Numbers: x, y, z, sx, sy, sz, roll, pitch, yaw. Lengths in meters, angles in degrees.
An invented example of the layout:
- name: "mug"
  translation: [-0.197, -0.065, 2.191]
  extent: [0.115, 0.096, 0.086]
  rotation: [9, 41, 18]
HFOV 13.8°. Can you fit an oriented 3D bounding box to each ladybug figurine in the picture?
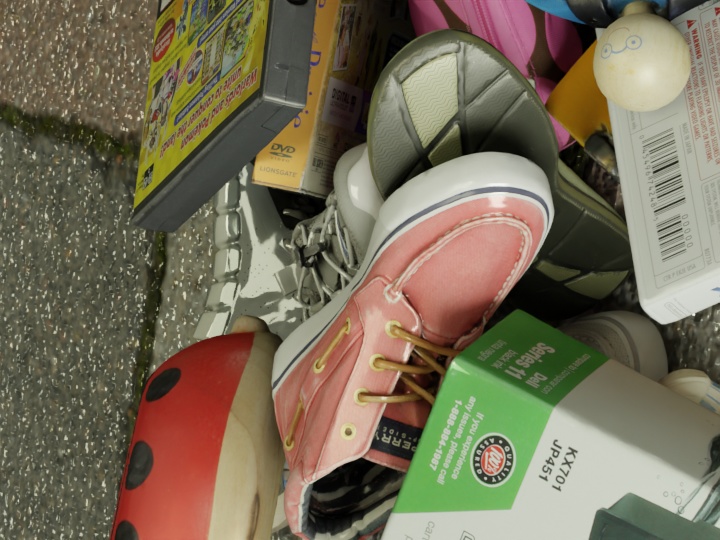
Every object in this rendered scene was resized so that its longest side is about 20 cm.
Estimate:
- name: "ladybug figurine"
  translation: [-0.081, 0.118, 1.412]
  extent: [0.136, 0.071, 0.201]
  rotation: [133, 149, -80]

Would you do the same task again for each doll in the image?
- name: "doll"
  translation: [0.108, -0.154, 1.232]
  extent: [0.136, 0.048, 0.201]
  rotation: [-15, 62, 21]

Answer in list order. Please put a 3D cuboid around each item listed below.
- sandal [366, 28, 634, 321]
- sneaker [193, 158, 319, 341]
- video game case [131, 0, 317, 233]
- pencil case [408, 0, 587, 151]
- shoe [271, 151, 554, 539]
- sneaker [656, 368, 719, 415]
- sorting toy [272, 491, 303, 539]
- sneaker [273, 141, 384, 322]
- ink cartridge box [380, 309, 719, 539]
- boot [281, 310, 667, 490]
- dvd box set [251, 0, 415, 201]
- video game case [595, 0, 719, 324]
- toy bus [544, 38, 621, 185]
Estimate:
- name: "sandal"
  translation: [0.056, -0.043, 1.297]
  extent: [0.079, 0.201, 0.058]
  rotation: [-28, 54, 10]
- name: "sneaker"
  translation: [-0.019, 0.007, 1.500]
  extent: [0.115, 0.075, 0.201]
  rotation: [11, 88, 33]
- name: "video game case"
  translation: [-0.058, -0.131, 1.388]
  extent: [0.200, 0.025, 0.182]
  rotation: [144, 135, -64]
- name: "pencil case"
  translation: [0.047, -0.139, 1.323]
  extent: [0.090, 0.201, 0.094]
  rotation: [-14, 34, 19]
- name: "shoe"
  translation: [0.023, 0.038, 1.265]
  extent: [0.200, 0.071, 0.092]
  rotation: [-48, 37, 45]
- name: "sneaker"
  translation: [0.097, 0.115, 1.311]
  extent: [0.200, 0.072, 0.073]
  rotation: [-35, 96, 37]
- name: "sorting toy"
  translation: [-0.061, 0.197, 1.507]
  extent: [0.199, 0.106, 0.181]
  rotation: [-19, 65, 50]
- name: "sneaker"
  translation: [0.000, 0.000, 1.368]
  extent: [0.200, 0.081, 0.075]
  rotation: [77, -176, -69]
- name: "ink cartridge box"
  translation: [0.113, 0.130, 1.216]
  extent: [0.199, 0.083, 0.147]
  rotation: [26, 111, 15]
- name: "boot"
  translation: [0.047, 0.073, 1.371]
  extent: [0.200, 0.095, 0.074]
  rotation: [-36, 59, 45]
- name: "dvd box set"
  translation: [0.000, -0.132, 1.410]
  extent: [0.029, 0.146, 0.201]
  rotation: [12, 91, 15]
- name: "video game case"
  translation: [0.180, -0.097, 1.191]
  extent: [0.182, 0.022, 0.201]
  rotation: [-25, 52, 26]
- name: "toy bus"
  translation: [0.157, -0.034, 1.243]
  extent: [0.065, 0.078, 0.200]
  rotation: [-47, 46, 6]
